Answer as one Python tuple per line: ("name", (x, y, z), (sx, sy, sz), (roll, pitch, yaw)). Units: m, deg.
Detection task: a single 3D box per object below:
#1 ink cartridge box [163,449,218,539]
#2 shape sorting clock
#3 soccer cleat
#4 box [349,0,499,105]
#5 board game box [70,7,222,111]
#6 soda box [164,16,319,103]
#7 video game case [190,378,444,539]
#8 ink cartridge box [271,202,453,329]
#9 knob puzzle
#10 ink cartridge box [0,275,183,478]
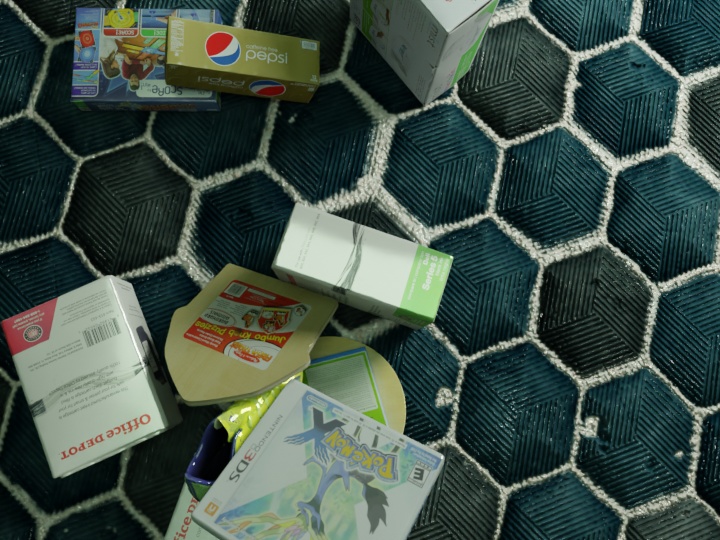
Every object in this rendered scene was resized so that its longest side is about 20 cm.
("ink cartridge box", (-0.128, 0.316, 0.745), (0.197, 0.083, 0.147), (19, 81, 1))
("shape sorting clock", (-0.042, 0.175, 0.765), (0.197, 0.039, 0.202), (-1, 52, 2))
("soccer cleat", (-0.127, 0.169, 0.699), (0.064, 0.084, 0.201), (13, 58, 29))
("box", (0.073, -0.341, 0.791), (0.096, 0.200, 0.177), (-39, 84, -7))
("board game box", (-0.294, -0.292, 0.851), (0.197, 0.034, 0.138), (0, 82, -2))
("soda box", (-0.156, -0.276, 0.813), (0.197, 0.068, 0.065), (3, 82, -18))
("video game case", (-0.040, 0.223, 0.626), (0.198, 0.022, 0.183), (22, 53, 21))
("ink cartridge box", (0.000, 0.000, 0.765), (0.197, 0.146, 0.085), (19, 81, 0))
("knob puzzle", (-0.146, 0.088, 0.740), (0.216, 0.031, 0.221), (-3, 43, 3))
("ink cartridge box", (-0.330, 0.130, 0.764), (0.143, 0.084, 0.202), (-23, 82, -5))
